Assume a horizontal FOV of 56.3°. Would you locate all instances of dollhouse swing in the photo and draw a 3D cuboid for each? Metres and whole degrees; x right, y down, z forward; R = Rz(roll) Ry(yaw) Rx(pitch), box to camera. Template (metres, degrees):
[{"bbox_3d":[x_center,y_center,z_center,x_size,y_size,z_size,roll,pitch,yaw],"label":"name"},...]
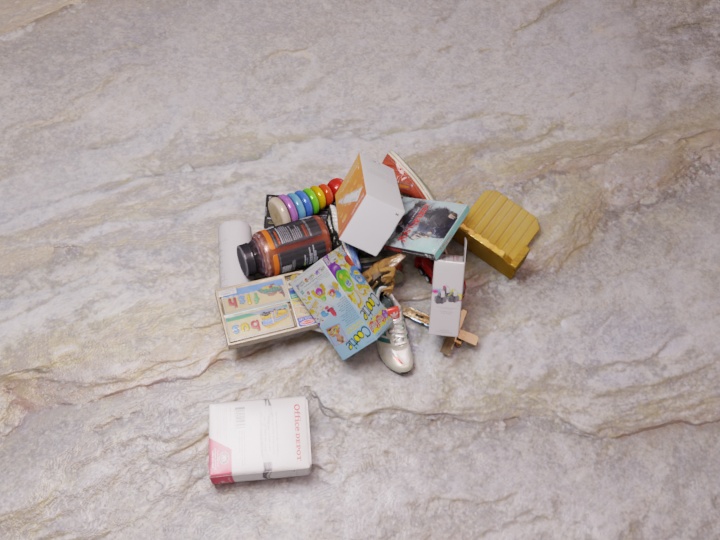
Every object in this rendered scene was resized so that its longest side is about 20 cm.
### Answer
[{"bbox_3d":[0.331,-0.114,1.613,0.199,0.182,0.176,37,85,13],"label":"dollhouse swing"}]

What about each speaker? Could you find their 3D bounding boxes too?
[{"bbox_3d":[-0.282,-0.011,1.529,0.080,0.081,0.202,-4,63,-9],"label":"speaker"}]

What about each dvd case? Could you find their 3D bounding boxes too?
[{"bbox_3d":[0.125,-0.097,1.480,0.199,0.022,0.147,13,59,46],"label":"dvd case"}]

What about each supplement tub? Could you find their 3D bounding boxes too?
[{"bbox_3d":[-0.169,-0.049,1.488,0.198,0.107,0.108,-18,65,-22],"label":"supplement tub"}]

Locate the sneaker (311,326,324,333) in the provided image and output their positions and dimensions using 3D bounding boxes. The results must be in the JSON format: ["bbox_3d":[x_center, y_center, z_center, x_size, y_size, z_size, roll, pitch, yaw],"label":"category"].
[{"bbox_3d":[-0.124,0.078,1.493,0.198,0.075,0.089,24,81,7],"label":"sneaker"}]

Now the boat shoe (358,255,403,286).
[{"bbox_3d":[0.000,0.000,1.562,0.197,0.072,0.063,-4,53,-5],"label":"boat shoe"}]

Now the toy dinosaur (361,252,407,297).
[{"bbox_3d":[0.058,-0.008,1.474,0.199,0.060,0.107,-31,41,11],"label":"toy dinosaur"}]

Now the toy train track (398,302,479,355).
[{"bbox_3d":[0.174,0.127,1.541,0.198,0.033,0.116,23,69,12],"label":"toy train track"}]

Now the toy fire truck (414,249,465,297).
[{"bbox_3d":[0.173,-0.031,1.554,0.048,0.142,0.200,-29,59,-19],"label":"toy fire truck"}]

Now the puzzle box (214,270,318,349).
[{"bbox_3d":[-0.200,0.082,1.434,0.198,0.025,0.134,-13,66,-16],"label":"puzzle box"}]

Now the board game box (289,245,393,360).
[{"bbox_3d":[-0.038,0.068,1.433,0.201,0.104,0.103,55,30,-1],"label":"board game box"}]

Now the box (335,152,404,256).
[{"bbox_3d":[0.016,-0.149,1.488,0.097,0.125,0.201,22,29,-20],"label":"box"}]

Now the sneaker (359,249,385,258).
[{"bbox_3d":[0.070,-0.119,1.630,0.198,0.074,0.116,-23,70,-16],"label":"sneaker"}]

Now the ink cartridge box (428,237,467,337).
[{"bbox_3d":[0.188,0.030,1.454,0.067,0.115,0.203,5,98,7],"label":"ink cartridge box"}]

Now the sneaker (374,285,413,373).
[{"bbox_3d":[0.068,0.127,1.490,0.069,0.094,0.202,-12,64,-13],"label":"sneaker"}]

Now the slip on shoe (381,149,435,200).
[{"bbox_3d":[0.125,-0.215,1.698,0.061,0.074,0.200,-44,79,12],"label":"slip on shoe"}]

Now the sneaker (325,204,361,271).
[{"bbox_3d":[-0.020,-0.073,1.534,0.088,0.079,0.202,-1,50,-15],"label":"sneaker"}]

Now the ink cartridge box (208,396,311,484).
[{"bbox_3d":[-0.201,0.341,1.352,0.197,0.083,0.148,-3,63,-7],"label":"ink cartridge box"}]

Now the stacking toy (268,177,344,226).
[{"bbox_3d":[-0.114,-0.165,1.582,0.199,0.086,0.086,-27,68,-23],"label":"stacking toy"}]

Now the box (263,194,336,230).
[{"bbox_3d":[-0.133,-0.100,1.613,0.197,0.044,0.162,2,62,-5],"label":"box"}]
